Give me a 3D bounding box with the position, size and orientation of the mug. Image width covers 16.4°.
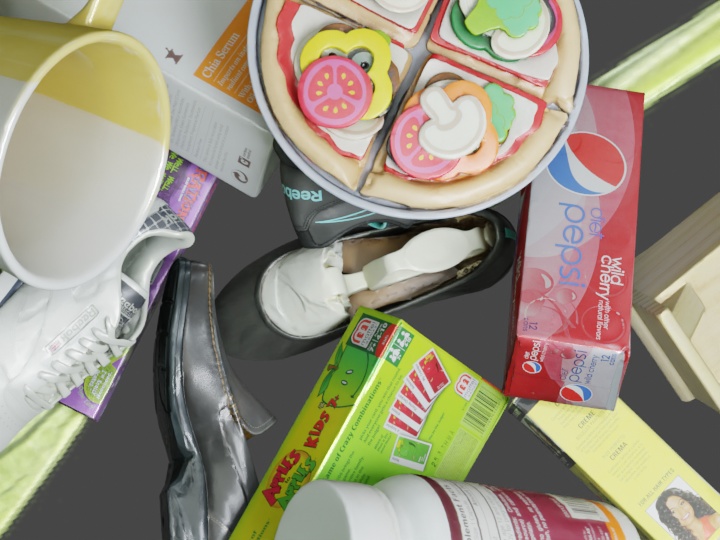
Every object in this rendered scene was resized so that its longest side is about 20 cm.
[{"bbox_3d":[-0.203,-0.094,1.443,0.152,0.150,0.187,19,55,32],"label":"mug"}]

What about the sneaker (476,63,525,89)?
[{"bbox_3d":[0.034,-0.156,1.519,0.071,0.080,0.200,-42,61,-11],"label":"sneaker"}]

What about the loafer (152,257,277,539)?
[{"bbox_3d":[-0.087,0.092,1.515,0.072,0.073,0.202,-3,91,-10],"label":"loafer"}]

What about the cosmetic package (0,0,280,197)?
[{"bbox_3d":[-0.120,-0.144,1.528,0.199,0.071,0.102,29,56,5],"label":"cosmetic package"}]

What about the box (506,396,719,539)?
[{"bbox_3d":[0.177,0.134,1.506,0.200,0.075,0.050,44,85,4],"label":"box"}]

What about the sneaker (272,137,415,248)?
[{"bbox_3d":[0.025,-0.073,1.515,0.199,0.075,0.080,-20,117,-39],"label":"sneaker"}]

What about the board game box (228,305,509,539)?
[{"bbox_3d":[-0.003,0.135,1.491,0.101,0.048,0.201,35,80,-33],"label":"board game box"}]

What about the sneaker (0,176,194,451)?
[{"bbox_3d":[-0.180,0.037,1.480,0.080,0.076,0.201,29,83,18],"label":"sneaker"}]

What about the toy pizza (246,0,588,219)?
[{"bbox_3d":[0.035,-0.129,1.428,0.199,0.032,0.202,1,78,-6],"label":"toy pizza"}]

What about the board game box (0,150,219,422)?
[{"bbox_3d":[-0.171,-0.022,1.547,0.119,0.032,0.201,26,82,6],"label":"board game box"}]

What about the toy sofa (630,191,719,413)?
[{"bbox_3d":[0.257,-0.009,1.533,0.200,0.098,0.083,-39,108,-6],"label":"toy sofa"}]

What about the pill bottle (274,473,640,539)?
[{"bbox_3d":[0.056,0.179,1.437,0.199,0.114,0.115,10,80,-29],"label":"pill bottle"}]

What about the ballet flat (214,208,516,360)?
[{"bbox_3d":[0.000,0.000,1.526,0.199,0.068,0.068,-19,82,-3],"label":"ballet flat"}]

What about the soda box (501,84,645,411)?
[{"bbox_3d":[0.128,-0.018,1.491,0.069,0.064,0.201,8,53,-1],"label":"soda box"}]
